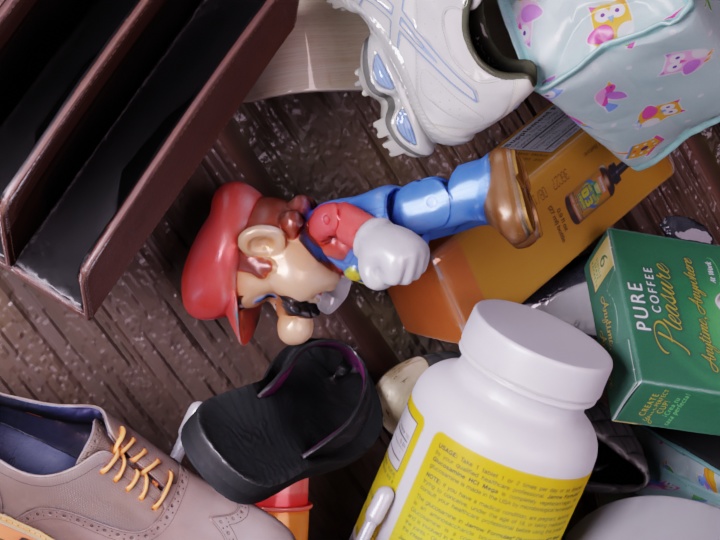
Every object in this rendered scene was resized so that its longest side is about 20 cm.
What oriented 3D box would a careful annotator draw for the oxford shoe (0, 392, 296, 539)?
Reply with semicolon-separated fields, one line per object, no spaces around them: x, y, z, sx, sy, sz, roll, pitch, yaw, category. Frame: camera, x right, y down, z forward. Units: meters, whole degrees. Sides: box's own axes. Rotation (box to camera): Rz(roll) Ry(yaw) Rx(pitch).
-0.120;0.114;0.909;0.200;0.073;0.071;18;49;-5;oxford shoe

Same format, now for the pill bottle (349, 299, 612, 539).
0.067;0.124;1.046;0.112;0.112;0.200;9;112;-37;pill bottle

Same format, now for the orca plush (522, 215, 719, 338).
0.171;0.024;1.179;0.200;0.071;0.105;-20;101;-12;orca plush

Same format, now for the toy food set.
0.008;-0.169;1.051;0.200;0.060;0.144;-5;87;-38;toy food set

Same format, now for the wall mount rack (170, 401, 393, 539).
-0.069;0.177;0.976;0.200;0.075;0.174;26;48;-7;wall mount rack

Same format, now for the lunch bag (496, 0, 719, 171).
0.140;-0.182;1.054;0.170;0.122;0.200;28;39;-59;lunch bag

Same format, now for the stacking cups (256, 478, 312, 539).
-0.057;0.192;1.040;0.060;0.060;0.201;3;88;-37;stacking cups

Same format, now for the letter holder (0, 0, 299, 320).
-0.118;-0.099;0.885;0.100;0.142;0.200;32;72;2;letter holder

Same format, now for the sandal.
-0.026;0.073;0.986;0.075;0.048;0.200;46;22;5;sandal

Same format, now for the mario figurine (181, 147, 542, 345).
0.000;0.000;0.988;0.124;0.200;0.106;63;17;-49;mario figurine

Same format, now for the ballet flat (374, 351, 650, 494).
0.097;0.094;1.127;0.200;0.057;0.067;15;101;-28;ballet flat

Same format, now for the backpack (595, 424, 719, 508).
0.258;0.188;1.194;0.153;0.176;0.200;-35;112;-15;backpack

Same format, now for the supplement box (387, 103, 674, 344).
0.103;-0.039;1.122;0.200;0.069;0.067;-37;116;-26;supplement box

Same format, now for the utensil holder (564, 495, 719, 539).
0.162;0.250;1.033;0.170;0.170;0.200;65;32;-22;utensil holder

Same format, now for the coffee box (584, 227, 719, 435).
0.239;0.045;1.106;0.200;0.044;0.123;8;49;-17;coffee box

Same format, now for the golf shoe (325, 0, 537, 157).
0.024;-0.162;0.955;0.200;0.097;0.078;60;32;-16;golf shoe
